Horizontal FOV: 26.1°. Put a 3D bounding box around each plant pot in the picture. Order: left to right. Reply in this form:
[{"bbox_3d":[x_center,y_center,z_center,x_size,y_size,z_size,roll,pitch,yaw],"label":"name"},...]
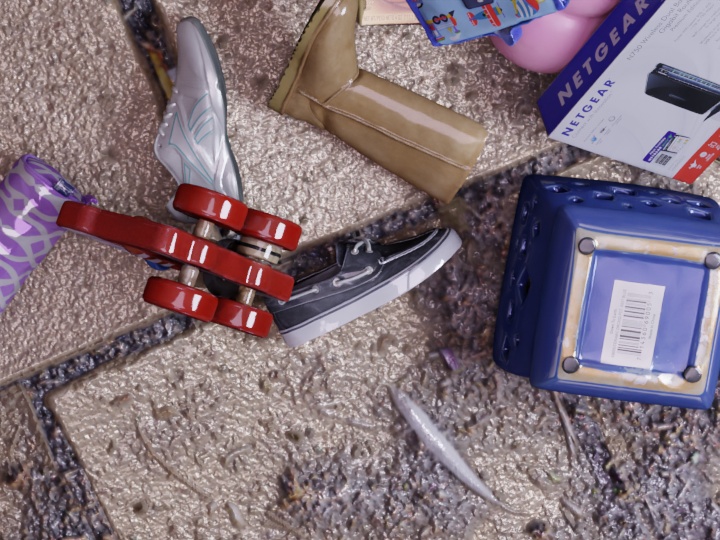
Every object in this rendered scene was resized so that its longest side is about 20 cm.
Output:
[{"bbox_3d":[0.244,0.025,1.462,0.199,0.180,0.201,8,100,-4],"label":"plant pot"}]

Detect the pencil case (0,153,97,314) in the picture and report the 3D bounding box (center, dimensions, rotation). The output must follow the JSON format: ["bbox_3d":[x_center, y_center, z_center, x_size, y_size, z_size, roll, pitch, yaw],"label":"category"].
[{"bbox_3d":[-0.341,-0.017,1.487,0.085,0.084,0.200,35,99,-31],"label":"pencil case"}]

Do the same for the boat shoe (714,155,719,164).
[{"bbox_3d":[0.402,-0.184,1.484,0.072,0.072,0.200,41,96,-8],"label":"boat shoe"}]

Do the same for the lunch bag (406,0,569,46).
[{"bbox_3d":[0.094,-0.291,1.362,0.150,0.094,0.200,-12,112,42],"label":"lunch bag"}]

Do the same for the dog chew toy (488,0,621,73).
[{"bbox_3d":[0.193,-0.271,1.402,0.124,0.125,0.200,29,139,-7],"label":"dog chew toy"}]

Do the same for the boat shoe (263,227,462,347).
[{"bbox_3d":[0.000,0.000,1.508,0.200,0.072,0.068,-28,102,10],"label":"boat shoe"}]

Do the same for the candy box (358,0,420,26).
[{"bbox_3d":[0.052,-0.331,1.453,0.115,0.055,0.201,-2,101,0],"label":"candy box"}]

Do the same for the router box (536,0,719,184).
[{"bbox_3d":[0.290,-0.180,1.414,0.179,0.049,0.200,14,134,-29],"label":"router box"}]

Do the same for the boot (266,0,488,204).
[{"bbox_3d":[0.030,-0.167,1.452,0.200,0.066,0.175,27,141,-5],"label":"boot"}]

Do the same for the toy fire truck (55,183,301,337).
[{"bbox_3d":[-0.162,-0.017,1.441,0.168,0.200,0.112,16,86,36],"label":"toy fire truck"}]

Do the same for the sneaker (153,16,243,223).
[{"bbox_3d":[-0.162,-0.139,1.475,0.080,0.070,0.201,-7,101,2],"label":"sneaker"}]
